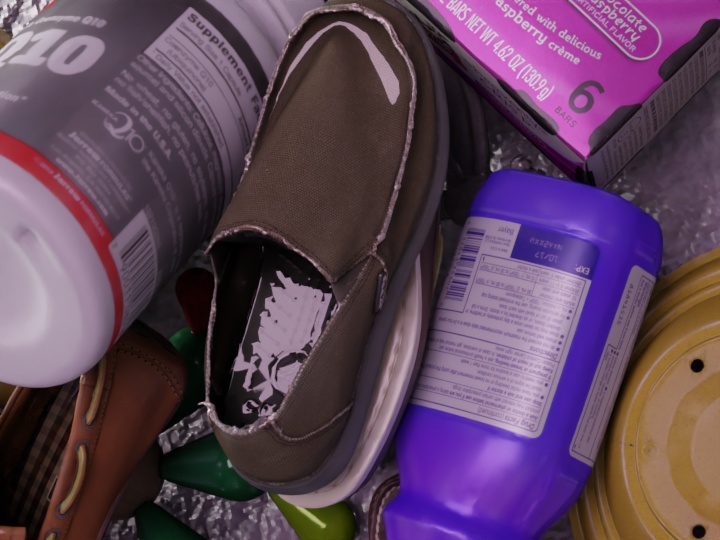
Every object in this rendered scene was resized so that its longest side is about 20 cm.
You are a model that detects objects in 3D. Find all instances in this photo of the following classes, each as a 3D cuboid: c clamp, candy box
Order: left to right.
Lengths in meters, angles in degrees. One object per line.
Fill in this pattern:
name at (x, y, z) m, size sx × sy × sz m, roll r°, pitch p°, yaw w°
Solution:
c clamp at (-0.008, -0.043, 1.128) m, size 0.199 × 0.027 × 0.172 m, roll -4°, pitch 108°, yaw 31°
candy box at (0.115, -0.151, 1.045) m, size 0.136 × 0.061 × 0.200 m, roll 44°, pitch 86°, yaw 15°

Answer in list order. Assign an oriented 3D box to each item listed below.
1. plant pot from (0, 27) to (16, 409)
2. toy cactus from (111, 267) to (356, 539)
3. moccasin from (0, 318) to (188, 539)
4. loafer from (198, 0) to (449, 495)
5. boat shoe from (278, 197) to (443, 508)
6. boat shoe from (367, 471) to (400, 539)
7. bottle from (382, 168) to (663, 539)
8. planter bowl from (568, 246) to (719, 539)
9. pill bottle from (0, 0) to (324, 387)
plant pot at (-0.197, -0.033, 1.157) m, size 0.188 × 0.201 × 0.202 m, roll 29°, pitch 92°, yaw 9°
toy cactus at (-0.076, 0.089, 1.116) m, size 0.164 × 0.102 × 0.201 m, roll -3°, pitch 87°, yaw 15°
moccasin at (-0.147, 0.108, 1.065) m, size 0.074 × 0.078 × 0.202 m, roll 41°, pitch 102°, yaw 40°
loafer at (-0.016, -0.015, 0.984) m, size 0.075 × 0.070 × 0.201 m, roll 6°, pitch 81°, yaw 20°
boat shoe at (0.000, 0.000, 1.047) m, size 0.071 × 0.059 × 0.201 m, roll 2°, pitch 79°, yaw 19°
boat shoe at (0.040, 0.176, 1.069) m, size 0.072 × 0.072 × 0.201 m, roll -17°, pitch 74°, yaw 20°
bottle at (0.057, 0.062, 1.034) m, size 0.083 × 0.065 × 0.201 m, roll 13°, pitch 80°, yaw 39°
planter bowl at (0.165, 0.076, 1.028) m, size 0.199 × 0.083 × 0.202 m, roll -4°, pitch 79°, yaw 22°
pill bottle at (-0.100, -0.055, 1.036) m, size 0.113 × 0.114 × 0.200 m, roll 14°, pitch 43°, yaw 25°
